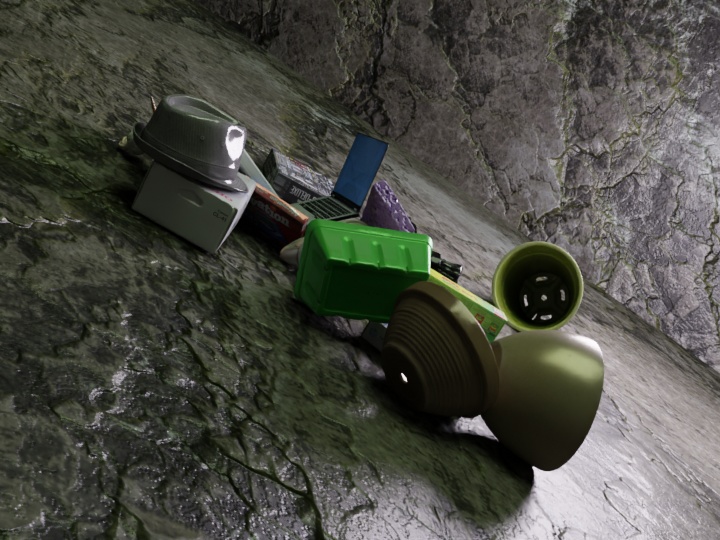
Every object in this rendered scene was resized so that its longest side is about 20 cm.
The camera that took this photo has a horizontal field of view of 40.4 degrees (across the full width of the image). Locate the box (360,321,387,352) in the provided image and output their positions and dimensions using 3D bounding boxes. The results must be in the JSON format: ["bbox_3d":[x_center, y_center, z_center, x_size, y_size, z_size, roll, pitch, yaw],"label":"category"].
[{"bbox_3d":[0.113,0.140,1.528,0.199,0.042,0.155,37,15,20],"label":"box"}]

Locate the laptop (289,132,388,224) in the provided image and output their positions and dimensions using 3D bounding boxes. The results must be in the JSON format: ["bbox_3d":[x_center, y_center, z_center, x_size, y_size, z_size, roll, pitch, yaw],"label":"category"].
[{"bbox_3d":[-0.061,-0.163,1.759,0.197,0.118,0.187,-13,17,-14],"label":"laptop"}]

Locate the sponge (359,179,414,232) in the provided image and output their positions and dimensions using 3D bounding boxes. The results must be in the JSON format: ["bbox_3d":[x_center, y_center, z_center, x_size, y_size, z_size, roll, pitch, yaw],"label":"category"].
[{"bbox_3d":[0.041,-0.068,1.768,0.113,0.029,0.201,60,-21,17],"label":"sponge"}]

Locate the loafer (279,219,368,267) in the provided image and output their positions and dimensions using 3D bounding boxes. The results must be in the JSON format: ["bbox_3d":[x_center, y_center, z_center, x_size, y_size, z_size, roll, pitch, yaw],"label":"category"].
[{"bbox_3d":[-0.058,-0.048,1.663,0.062,0.073,0.199,10,19,33],"label":"loafer"}]

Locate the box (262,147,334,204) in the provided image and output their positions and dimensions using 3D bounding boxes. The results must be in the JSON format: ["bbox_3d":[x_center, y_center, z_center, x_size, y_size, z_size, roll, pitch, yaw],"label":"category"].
[{"bbox_3d":[-0.123,-0.177,2.055,0.156,0.050,0.200,27,15,-19],"label":"box"}]

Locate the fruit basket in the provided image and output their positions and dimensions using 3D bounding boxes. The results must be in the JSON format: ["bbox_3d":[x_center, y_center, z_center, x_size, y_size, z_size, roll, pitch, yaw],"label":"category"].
[{"bbox_3d":[0.000,0.000,1.496,0.212,0.158,0.216,12,23,-5],"label":"fruit basket"}]

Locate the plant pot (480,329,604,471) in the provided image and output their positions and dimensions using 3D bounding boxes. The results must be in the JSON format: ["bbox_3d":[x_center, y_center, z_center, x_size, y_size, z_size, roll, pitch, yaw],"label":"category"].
[{"bbox_3d":[0.236,0.168,1.398,0.133,0.203,0.201,21,16,-13],"label":"plant pot"}]

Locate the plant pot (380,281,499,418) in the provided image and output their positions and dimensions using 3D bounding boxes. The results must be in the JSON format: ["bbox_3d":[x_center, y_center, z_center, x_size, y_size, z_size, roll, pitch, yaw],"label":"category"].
[{"bbox_3d":[0.091,0.124,1.339,0.092,0.203,0.201,-28,50,-26],"label":"plant pot"}]

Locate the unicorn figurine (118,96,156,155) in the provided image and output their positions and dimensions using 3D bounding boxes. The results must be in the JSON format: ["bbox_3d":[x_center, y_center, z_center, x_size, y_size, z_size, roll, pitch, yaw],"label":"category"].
[{"bbox_3d":[-0.328,-0.227,1.608,0.137,0.199,0.075,-33,96,-46],"label":"unicorn figurine"}]

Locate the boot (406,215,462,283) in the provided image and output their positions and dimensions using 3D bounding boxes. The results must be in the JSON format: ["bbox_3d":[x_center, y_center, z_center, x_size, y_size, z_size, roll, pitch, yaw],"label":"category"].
[{"bbox_3d":[0.124,-0.022,1.893,0.157,0.080,0.211,34,-10,9],"label":"boot"}]

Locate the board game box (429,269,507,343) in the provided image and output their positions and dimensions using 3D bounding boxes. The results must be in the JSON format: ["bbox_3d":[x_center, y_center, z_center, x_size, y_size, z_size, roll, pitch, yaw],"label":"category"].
[{"bbox_3d":[0.142,0.072,1.689,0.198,0.102,0.048,31,15,-7],"label":"board game box"}]

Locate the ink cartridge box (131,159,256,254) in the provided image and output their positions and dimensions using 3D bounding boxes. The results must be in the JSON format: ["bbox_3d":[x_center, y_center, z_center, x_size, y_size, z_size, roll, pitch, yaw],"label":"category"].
[{"bbox_3d":[-0.252,-0.117,1.508,0.146,0.086,0.200,29,16,-5],"label":"ink cartridge box"}]

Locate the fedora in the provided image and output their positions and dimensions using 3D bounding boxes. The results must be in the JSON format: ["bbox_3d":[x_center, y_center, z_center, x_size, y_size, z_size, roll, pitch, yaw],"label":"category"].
[{"bbox_3d":[-0.238,-0.200,1.458,0.198,0.091,0.177,18,18,-34],"label":"fedora"}]

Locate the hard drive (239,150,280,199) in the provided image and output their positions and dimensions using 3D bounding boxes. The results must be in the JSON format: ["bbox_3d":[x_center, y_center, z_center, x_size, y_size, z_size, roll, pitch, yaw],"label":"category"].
[{"bbox_3d":[-0.197,-0.166,1.680,0.201,0.027,0.132,55,-13,-27],"label":"hard drive"}]

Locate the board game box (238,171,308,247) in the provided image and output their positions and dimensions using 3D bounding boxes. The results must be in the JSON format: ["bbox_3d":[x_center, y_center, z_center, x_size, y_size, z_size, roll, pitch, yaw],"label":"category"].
[{"bbox_3d":[-0.180,-0.112,1.650,0.198,0.103,0.020,34,59,7],"label":"board game box"}]

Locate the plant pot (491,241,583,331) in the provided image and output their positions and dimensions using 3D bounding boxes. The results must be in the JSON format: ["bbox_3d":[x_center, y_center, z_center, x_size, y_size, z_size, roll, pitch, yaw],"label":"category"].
[{"bbox_3d":[0.406,0.053,2.203,0.199,0.201,0.190,36,2,18],"label":"plant pot"}]
